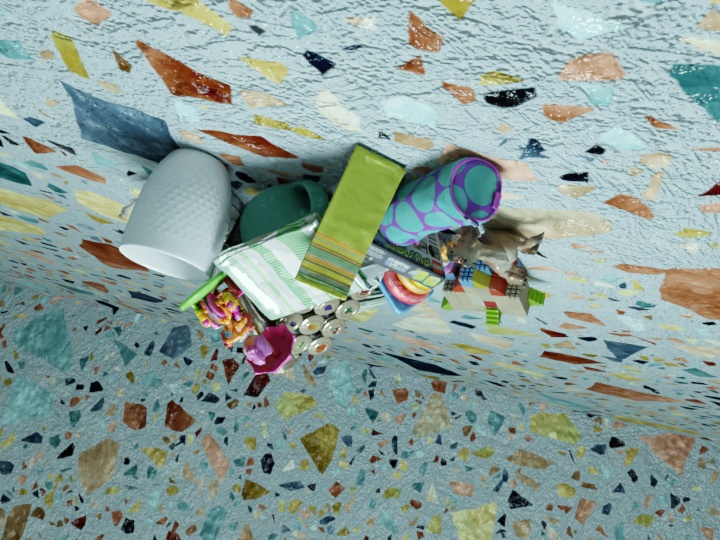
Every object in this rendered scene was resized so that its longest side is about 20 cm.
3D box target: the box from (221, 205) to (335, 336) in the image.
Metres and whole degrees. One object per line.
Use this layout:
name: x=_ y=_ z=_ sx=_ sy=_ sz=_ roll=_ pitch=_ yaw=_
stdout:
box: x=-0.136 y=0.005 z=1.280 sx=0.193 sy=0.125 sz=0.202 roll=12 pitch=139 yaw=10

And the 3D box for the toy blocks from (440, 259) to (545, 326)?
toy blocks: x=0.225 y=0.024 z=1.260 sx=0.197 sy=0.101 sz=0.137 roll=4 pitch=151 yaw=30

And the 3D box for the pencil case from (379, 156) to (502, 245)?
pencil case: x=0.103 y=-0.087 z=0.931 sx=0.092 sy=0.086 sz=0.199 roll=35 pitch=159 yaw=-20

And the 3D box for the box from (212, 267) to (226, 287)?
box: x=-0.201 y=-0.006 z=1.454 sx=0.197 sy=0.118 sz=0.060 roll=11 pitch=166 yaw=6

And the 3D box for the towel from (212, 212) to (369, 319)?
towel: x=-0.101 y=0.002 z=1.010 sx=0.198 sy=0.024 sz=0.153 roll=-19 pitch=127 yaw=31

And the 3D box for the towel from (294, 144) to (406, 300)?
towel: x=-0.013 y=-0.061 z=0.932 sx=0.085 sy=0.202 sz=0.018 roll=20 pitch=-169 yaw=-30

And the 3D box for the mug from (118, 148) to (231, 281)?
mug: x=-0.296 y=-0.092 z=1.086 sx=0.198 sy=0.178 sz=0.147 roll=2 pitch=160 yaw=37

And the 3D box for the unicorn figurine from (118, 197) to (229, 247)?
unicorn figurine: x=-0.340 y=-0.089 z=1.189 sx=0.201 sy=0.137 sz=0.074 roll=56 pitch=-178 yaw=23

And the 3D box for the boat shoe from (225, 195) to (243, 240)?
boat shoe: x=-0.260 y=-0.087 z=1.259 sx=0.073 sy=0.087 sz=0.202 roll=11 pitch=166 yaw=9

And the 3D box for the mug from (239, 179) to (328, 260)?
mug: x=-0.103 y=-0.074 z=1.086 sx=0.184 sy=0.116 sz=0.151 roll=-32 pitch=154 yaw=21

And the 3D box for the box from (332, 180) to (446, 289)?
box: x=0.045 y=-0.056 z=1.047 sx=0.198 sy=0.111 sz=0.035 roll=25 pitch=136 yaw=-35

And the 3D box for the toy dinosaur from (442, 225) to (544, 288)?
toy dinosaur: x=0.203 y=-0.036 z=1.055 sx=0.134 sy=0.087 sz=0.200 roll=21 pitch=-176 yaw=13

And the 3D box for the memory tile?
memory tile: x=-0.073 y=0.079 z=1.221 sx=0.152 sy=0.201 sz=0.017 roll=12 pitch=-145 yaw=-42

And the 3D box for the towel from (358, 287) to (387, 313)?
towel: x=0.030 y=0.056 z=1.462 sx=0.169 sy=0.049 sz=0.200 roll=-16 pitch=175 yaw=-19

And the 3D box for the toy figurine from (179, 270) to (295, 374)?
toy figurine: x=-0.184 y=0.088 z=1.112 sx=0.185 sy=0.150 sz=0.200 roll=51 pitch=-171 yaw=-5

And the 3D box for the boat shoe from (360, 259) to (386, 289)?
boat shoe: x=0.000 y=0.000 z=1.094 sx=0.197 sy=0.069 sz=0.072 roll=-9 pitch=154 yaw=-21

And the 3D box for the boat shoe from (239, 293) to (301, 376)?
boat shoe: x=-0.171 y=0.098 z=1.266 sx=0.204 sy=0.074 sz=0.075 roll=64 pitch=178 yaw=-31

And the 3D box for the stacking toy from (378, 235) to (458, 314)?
stacking toy: x=0.120 y=-0.016 z=1.181 sx=0.115 sy=0.111 sz=0.199 roll=-29 pitch=177 yaw=-40
